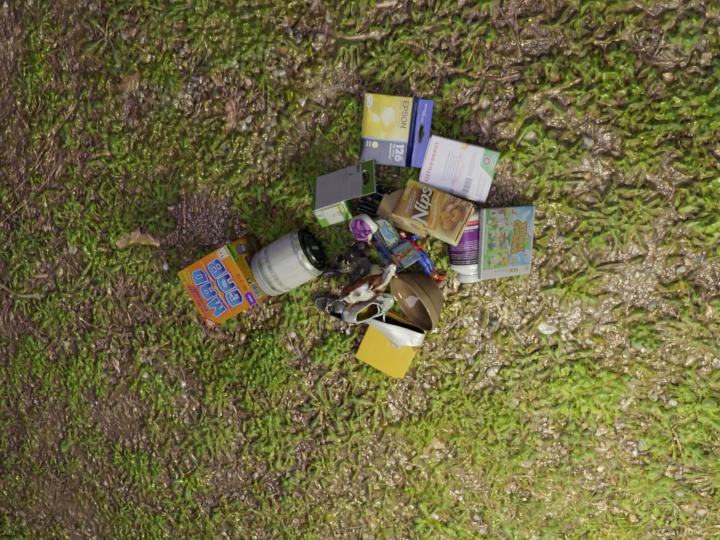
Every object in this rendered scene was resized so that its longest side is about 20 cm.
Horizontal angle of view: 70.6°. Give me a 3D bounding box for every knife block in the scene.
[{"bbox_3d":[0.087,-0.167,1.507,0.174,0.064,0.201,-23,75,8],"label":"knife block"}]

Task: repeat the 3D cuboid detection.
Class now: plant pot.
[{"bbox_3d":[0.183,0.078,1.533,0.092,0.201,0.202,-35,94,-18],"label":"plant pot"}]

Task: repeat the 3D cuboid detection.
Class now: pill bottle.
[{"bbox_3d":[0.311,-0.072,1.479,0.111,0.112,0.202,-4,102,15],"label":"pill bottle"}]

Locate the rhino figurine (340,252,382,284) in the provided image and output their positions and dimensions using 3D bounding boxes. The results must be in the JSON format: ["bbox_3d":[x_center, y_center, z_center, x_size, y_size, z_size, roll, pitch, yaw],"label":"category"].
[{"bbox_3d":[0.000,0.000,1.537,0.087,0.200,0.060,-45,54,10],"label":"rhino figurine"}]

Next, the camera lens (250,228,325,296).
[{"bbox_3d":[-0.222,-0.027,1.594,0.199,0.160,0.161,-27,96,18],"label":"camera lens"}]

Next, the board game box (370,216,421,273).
[{"bbox_3d":[0.094,-0.073,1.474,0.061,0.200,0.201,-32,103,-12],"label":"board game box"}]

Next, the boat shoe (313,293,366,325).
[{"bbox_3d":[-0.063,0.126,1.646,0.198,0.057,0.067,17,108,9],"label":"boat shoe"}]

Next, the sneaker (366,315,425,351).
[{"bbox_3d":[0.096,0.198,1.586,0.198,0.073,0.085,20,107,8],"label":"sneaker"}]

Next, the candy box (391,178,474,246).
[{"bbox_3d":[0.200,-0.162,1.411,0.199,0.055,0.116,26,85,21],"label":"candy box"}]

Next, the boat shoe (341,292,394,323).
[{"bbox_3d":[0.045,0.116,1.527,0.086,0.201,0.075,16,110,45],"label":"boat shoe"}]

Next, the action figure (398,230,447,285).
[{"bbox_3d":[0.197,-0.059,1.531,0.200,0.065,0.099,45,127,0],"label":"action figure"}]

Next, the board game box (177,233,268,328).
[{"bbox_3d":[-0.413,0.029,1.633,0.199,0.200,0.201,-27,96,19],"label":"board game box"}]

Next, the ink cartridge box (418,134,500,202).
[{"bbox_3d":[0.280,-0.291,1.448,0.198,0.084,0.146,17,106,9],"label":"ink cartridge box"}]

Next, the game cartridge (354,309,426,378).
[{"bbox_3d":[0.097,0.235,1.651,0.175,0.032,0.201,27,110,6],"label":"game cartridge"}]

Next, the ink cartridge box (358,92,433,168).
[{"bbox_3d":[0.102,-0.407,1.487,0.198,0.047,0.200,9,105,14],"label":"ink cartridge box"}]

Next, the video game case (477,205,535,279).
[{"bbox_3d":[0.415,-0.081,1.445,0.181,0.022,0.202,-6,104,-23],"label":"video game case"}]

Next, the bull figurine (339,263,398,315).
[{"bbox_3d":[0.023,0.052,1.456,0.199,0.122,0.065,-29,105,24],"label":"bull figurine"}]

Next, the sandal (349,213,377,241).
[{"bbox_3d":[-0.004,-0.118,1.469,0.050,0.203,0.083,-41,89,-13],"label":"sandal"}]

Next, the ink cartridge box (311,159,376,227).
[{"bbox_3d":[-0.039,-0.228,1.504,0.198,0.149,0.076,-14,140,16],"label":"ink cartridge box"}]

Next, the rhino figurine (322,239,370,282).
[{"bbox_3d":[-0.047,-0.024,1.595,0.200,0.087,0.060,-40,64,20],"label":"rhino figurine"}]
